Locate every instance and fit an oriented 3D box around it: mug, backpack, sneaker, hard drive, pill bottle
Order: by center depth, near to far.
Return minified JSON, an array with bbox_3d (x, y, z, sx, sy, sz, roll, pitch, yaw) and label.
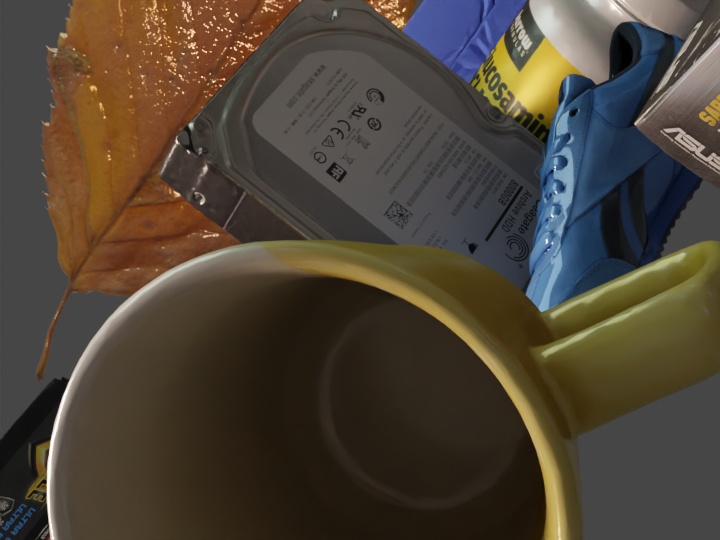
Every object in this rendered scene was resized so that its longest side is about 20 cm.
[{"bbox_3d":[0.021,0.058,0.440,0.153,0.185,0.151,-26,-59,-72],"label":"mug"},{"bbox_3d":[0.099,-0.030,0.621,0.201,0.078,0.066,-56,3,-29],"label":"sneaker"},{"bbox_3d":[0.024,-0.033,0.658,0.140,0.200,0.038,-52,2,-38],"label":"hard drive"},{"bbox_3d":[0.123,-0.099,0.844,0.201,0.112,0.113,-54,0,30],"label":"pill bottle"},{"bbox_3d":[0.126,-0.144,1.256,0.163,0.167,0.200,-50,-32,-7],"label":"backpack"}]

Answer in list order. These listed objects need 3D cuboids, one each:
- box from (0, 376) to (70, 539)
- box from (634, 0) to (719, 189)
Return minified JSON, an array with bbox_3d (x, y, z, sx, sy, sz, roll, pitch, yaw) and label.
[{"bbox_3d":[-0.120,0.166,0.694,0.200,0.197,0.050,-54,-19,-45],"label":"box"},{"bbox_3d":[0.198,-0.144,0.542,0.201,0.048,0.159,-55,0,-30],"label":"box"}]
